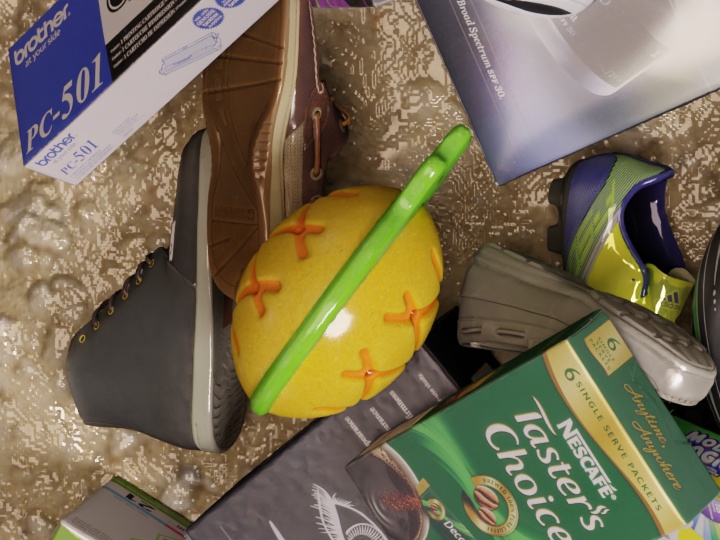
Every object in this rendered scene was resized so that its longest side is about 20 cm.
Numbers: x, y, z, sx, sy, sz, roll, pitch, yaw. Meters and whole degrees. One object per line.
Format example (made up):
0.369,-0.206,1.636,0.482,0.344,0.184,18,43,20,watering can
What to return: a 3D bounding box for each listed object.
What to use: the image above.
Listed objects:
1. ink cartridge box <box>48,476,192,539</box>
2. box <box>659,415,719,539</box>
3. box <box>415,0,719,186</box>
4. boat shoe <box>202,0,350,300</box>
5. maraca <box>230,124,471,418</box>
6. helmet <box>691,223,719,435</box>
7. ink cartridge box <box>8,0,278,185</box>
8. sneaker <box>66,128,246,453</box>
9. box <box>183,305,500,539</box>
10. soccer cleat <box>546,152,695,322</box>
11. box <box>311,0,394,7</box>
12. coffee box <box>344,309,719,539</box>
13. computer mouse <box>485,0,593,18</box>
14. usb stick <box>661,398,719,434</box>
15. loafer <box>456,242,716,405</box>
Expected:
-0.136,0.216,1.652,0.147,0.200,0.076,31,106,7,ink cartridge box
0.202,0.146,1.523,0.200,0.048,0.118,26,145,47,box
0.134,-0.183,1.554,0.198,0.123,0.201,-24,94,15,box
-0.045,-0.083,1.613,0.072,0.072,0.201,9,101,46,boat shoe
0.000,0.000,1.547,0.107,0.137,0.200,37,91,-1,maraca
0.276,0.033,1.531,0.199,0.200,0.192,-7,115,15,helmet
-0.130,-0.145,1.616,0.200,0.044,0.094,-40,47,33,ink cartridge box
-0.127,0.009,1.679,0.106,0.075,0.201,6,97,20,sneaker
0.019,0.145,1.650,0.200,0.104,0.148,-38,90,18,box
0.157,0.031,1.611,0.083,0.065,0.201,0,98,31,soccer cleat
-0.024,-0.220,1.545,0.036,0.200,0.144,-21,99,-12,box
0.091,0.115,1.508,0.200,0.044,0.123,-31,91,43,coffee box
0.047,-0.186,1.442,0.199,0.044,0.110,11,90,-18,computer mouse
0.221,0.157,1.618,0.055,0.033,0.201,-26,105,-5,usb stick
0.124,0.043,1.539,0.070,0.200,0.070,18,95,-35,loafer
